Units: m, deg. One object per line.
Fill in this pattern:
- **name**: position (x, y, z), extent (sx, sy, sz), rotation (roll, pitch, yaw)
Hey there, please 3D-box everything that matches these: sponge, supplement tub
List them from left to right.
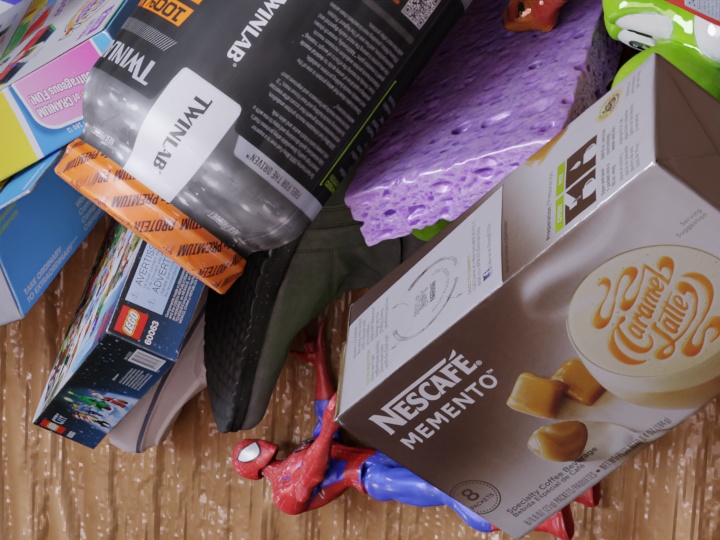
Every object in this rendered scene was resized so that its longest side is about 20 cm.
- **supplement tub**: position (-0.042, -0.097, 1.224), extent (0.122, 0.123, 0.200), rotation (35, 86, 17)
- **sponge**: position (0.068, -0.090, 1.276), extent (0.111, 0.200, 0.030), rotation (-17, 117, 27)

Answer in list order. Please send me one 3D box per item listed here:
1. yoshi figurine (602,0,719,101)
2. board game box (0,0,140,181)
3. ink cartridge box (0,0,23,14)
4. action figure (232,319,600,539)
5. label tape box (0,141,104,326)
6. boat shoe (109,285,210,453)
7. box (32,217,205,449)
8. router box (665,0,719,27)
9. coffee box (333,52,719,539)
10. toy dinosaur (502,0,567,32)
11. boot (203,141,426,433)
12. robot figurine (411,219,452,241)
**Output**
- **yoshi figurine**: position (0.195, -0.070, 1.208), extent (0.200, 0.112, 0.113), rotation (18, 133, 14)
- **board game box**: position (-0.162, -0.102, 1.375), extent (0.200, 0.153, 0.040), rotation (-26, 112, 33)
- **ink cartridge box**: position (-0.241, -0.220, 1.475), extent (0.198, 0.043, 0.200), rotation (21, 132, 23)
- **action figure**: position (0.018, 0.082, 1.410), extent (0.199, 0.065, 0.099), rotation (0, 110, 26)
- **label tape box**: position (-0.179, -0.033, 1.412), extent (0.200, 0.144, 0.063), rotation (-20, 117, 43)
- **boat shoe**: position (-0.070, 0.029, 1.440), extent (0.065, 0.074, 0.200), rotation (31, 121, -1)
- **box**: position (-0.108, 0.002, 1.367), extent (0.038, 0.200, 0.137), rotation (23, 69, -10)
- **router box**: position (0.139, -0.229, 1.220), extent (0.179, 0.049, 0.200), rotation (28, 69, 20)
- **coffee box**: position (0.096, 0.015, 1.170), extent (0.114, 0.080, 0.200), rotation (36, 125, -23)
- **toy dinosaur**: position (0.041, -0.193, 1.286), extent (0.105, 0.200, 0.182), rotation (-51, 32, 15)
- **boot**: position (0.000, 0.000, 1.371), extent (0.070, 0.131, 0.200), rotation (-118, 40, -53)
- **robot figurine**: position (0.090, 0.012, 1.300), extent (0.175, 0.116, 0.200), rotation (27, 131, -13)
